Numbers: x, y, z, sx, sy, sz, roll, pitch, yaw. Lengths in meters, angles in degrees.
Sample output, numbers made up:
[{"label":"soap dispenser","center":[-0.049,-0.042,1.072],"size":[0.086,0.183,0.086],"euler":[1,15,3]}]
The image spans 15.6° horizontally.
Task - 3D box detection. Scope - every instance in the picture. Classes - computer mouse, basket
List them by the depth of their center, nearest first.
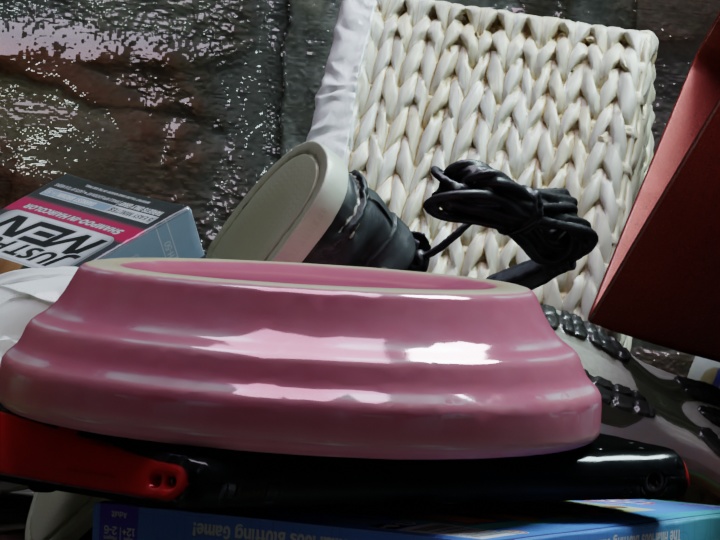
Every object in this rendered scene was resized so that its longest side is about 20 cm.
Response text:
[{"label":"computer mouse","center":[0.000,0.000,1.106],"size":[0.199,0.046,0.140],"euler":[-29,-22,27]},{"label":"basket","center":[0.054,0.000,1.285],"size":[0.160,0.201,0.199],"euler":[7,-32,10]}]

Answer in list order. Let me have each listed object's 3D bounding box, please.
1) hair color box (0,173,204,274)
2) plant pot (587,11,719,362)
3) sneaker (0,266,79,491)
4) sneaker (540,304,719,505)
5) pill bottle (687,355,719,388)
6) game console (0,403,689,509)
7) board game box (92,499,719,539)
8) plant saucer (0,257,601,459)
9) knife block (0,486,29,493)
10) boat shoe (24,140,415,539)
[{"label":"hair color box","center":[-0.171,0.032,1.161],"size":[0.200,0.061,0.099],"euler":[-33,30,-32]},{"label":"plant pot","center":[0.236,-0.062,1.135],"size":[0.175,0.200,0.200],"euler":[26,-43,1]},{"label":"sneaker","center":[-0.160,0.065,0.948],"size":[0.199,0.078,0.099],"euler":[-25,15,2]},{"label":"sneaker","center":[0.112,0.088,1.074],"size":[0.199,0.089,0.077],"euler":[30,24,-20]},{"label":"pill bottle","center":[0.260,0.077,1.240],"size":[0.119,0.121,0.199],"euler":[3,0,-38]},{"label":"game console","center":[-0.016,0.065,0.889],"size":[0.199,0.031,0.177],"euler":[1,4,-32]},{"label":"board game box","center":[0.027,0.101,0.896],"size":[0.151,0.045,0.200],"euler":[2,0,33]},{"label":"plant saucer","center":[-0.019,0.025,0.868],"size":[0.199,0.051,0.201],"euler":[4,2,0]},{"label":"knife block","center":[-0.136,0.066,1.284],"size":[0.174,0.064,0.200],"euler":[-8,2,-13]},{"label":"boat shoe","center":[-0.052,0.045,1.011],"size":[0.066,0.200,0.075],"euler":[32,10,-27]}]
